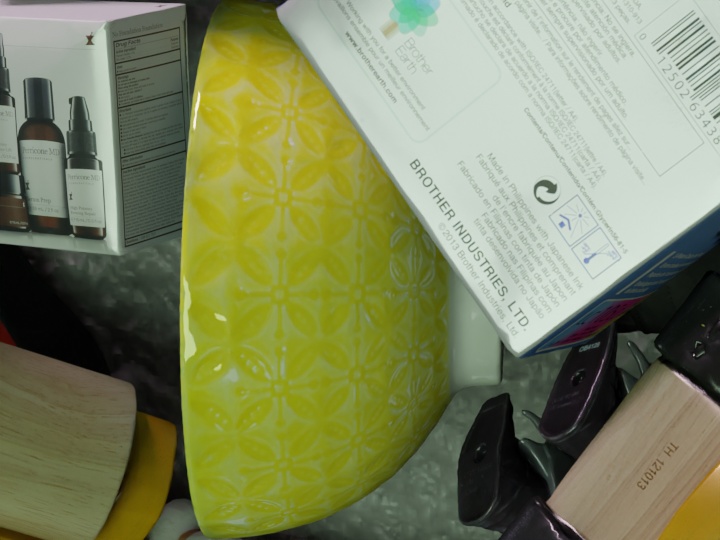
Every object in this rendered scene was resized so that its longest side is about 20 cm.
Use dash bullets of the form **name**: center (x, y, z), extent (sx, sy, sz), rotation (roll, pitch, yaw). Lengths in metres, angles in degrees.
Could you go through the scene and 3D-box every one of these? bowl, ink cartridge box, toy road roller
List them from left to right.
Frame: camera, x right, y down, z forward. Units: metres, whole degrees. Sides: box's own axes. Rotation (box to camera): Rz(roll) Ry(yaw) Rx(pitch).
- **toy road roller**: center (-0.167, 0.132, 1.026), extent (0.123, 0.146, 0.200), rotation (18, 140, -18)
- **bowl**: center (0.000, 0.000, 0.927), extent (0.107, 0.200, 0.201), rotation (1, 111, 5)
- **ink cartridge box**: center (0.096, -0.085, 0.761), extent (0.200, 0.076, 0.137), rotation (-38, 81, 22)
- **toy road roller**: center (0.146, 0.107, 0.774), extent (0.123, 0.200, 0.146), rotation (-52, 52, 3)

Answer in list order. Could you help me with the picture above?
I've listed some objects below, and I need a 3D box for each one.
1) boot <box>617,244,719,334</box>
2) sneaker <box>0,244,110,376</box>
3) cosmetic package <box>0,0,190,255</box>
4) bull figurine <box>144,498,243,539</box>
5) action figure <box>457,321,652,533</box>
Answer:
- **boot**: center (0.132, -0.064, 0.890), extent (0.150, 0.073, 0.201), rotation (9, 105, 19)
- **sneaker**: center (-0.201, 0.000, 1.087), extent (0.108, 0.067, 0.202), rotation (-27, 98, 30)
- **cosmetic package**: center (-0.154, -0.057, 0.905), extent (0.199, 0.051, 0.083), rotation (5, 103, 32)
- **bull figurine**: center (-0.016, 0.164, 1.060), extent (0.199, 0.065, 0.122), rotation (9, 120, 30)
- **action figure**: center (0.133, 0.104, 0.936), extent (0.200, 0.070, 0.130), rotation (38, 134, -25)
